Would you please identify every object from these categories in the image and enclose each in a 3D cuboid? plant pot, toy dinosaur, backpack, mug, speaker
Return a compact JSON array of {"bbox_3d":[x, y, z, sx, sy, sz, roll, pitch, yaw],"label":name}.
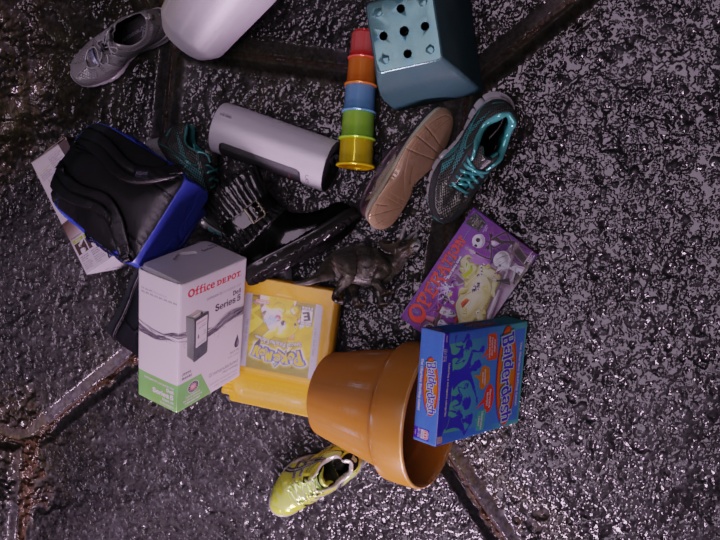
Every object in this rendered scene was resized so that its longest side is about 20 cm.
[{"bbox_3d":[0.079,-0.310,1.162,0.138,0.200,0.145,-8,94,16],"label":"plant pot"},{"bbox_3d":[0.000,0.000,1.271,0.195,0.077,0.104,-9,67,7],"label":"toy dinosaur"},{"bbox_3d":[-0.342,-0.101,1.239,0.198,0.168,0.164,31,82,15],"label":"backpack"},{"bbox_3d":[-0.224,-0.413,1.288,0.148,0.188,0.153,33,116,-23],"label":"mug"},{"bbox_3d":[-0.128,-0.190,1.295,0.197,0.081,0.083,21,101,12],"label":"speaker"},{"bbox_3d":[0.026,0.197,1.243,0.180,0.199,0.205,7,98,29],"label":"plant pot"}]

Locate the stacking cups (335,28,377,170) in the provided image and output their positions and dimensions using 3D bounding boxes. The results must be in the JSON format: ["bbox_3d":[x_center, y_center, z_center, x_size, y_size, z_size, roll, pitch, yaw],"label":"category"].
[{"bbox_3d":[0.001,-0.254,1.253,0.059,0.060,0.205,5,90,15],"label":"stacking cups"}]

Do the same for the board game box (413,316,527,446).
[{"bbox_3d":[0.158,0.150,1.190,0.044,0.198,0.156,10,100,43],"label":"board game box"}]

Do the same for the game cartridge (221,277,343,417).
[{"bbox_3d":[-0.124,0.116,1.315,0.172,0.032,0.205,9,96,11],"label":"game cartridge"}]

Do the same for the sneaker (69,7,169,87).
[{"bbox_3d":[-0.392,-0.364,1.348,0.198,0.082,0.076,-30,88,16],"label":"sneaker"}]

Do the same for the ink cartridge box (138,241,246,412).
[{"bbox_3d":[-0.245,0.078,1.234,0.083,0.145,0.204,19,116,27],"label":"ink cartridge box"}]

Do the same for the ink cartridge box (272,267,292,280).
[{"bbox_3d":[-0.153,0.040,1.349,0.093,0.037,0.205,-5,92,15],"label":"ink cartridge box"}]

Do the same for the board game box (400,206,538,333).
[{"bbox_3d":[0.161,0.023,1.263,0.119,0.032,0.202,36,104,14],"label":"board game box"}]

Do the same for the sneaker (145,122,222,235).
[{"bbox_3d":[-0.254,-0.148,1.339,0.091,0.078,0.201,-37,87,11],"label":"sneaker"}]

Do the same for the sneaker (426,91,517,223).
[{"bbox_3d":[0.157,-0.155,1.197,0.076,0.091,0.203,24,104,-12],"label":"sneaker"}]

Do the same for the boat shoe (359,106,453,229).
[{"bbox_3d":[0.061,-0.159,1.252,0.065,0.071,0.202,39,100,44],"label":"boat shoe"}]

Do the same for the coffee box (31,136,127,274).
[{"bbox_3d":[-0.429,-0.105,1.369,0.079,0.113,0.203,-28,88,16],"label":"coffee box"}]

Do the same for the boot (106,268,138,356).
[{"bbox_3d":[-0.308,0.081,1.371,0.167,0.076,0.202,38,111,13],"label":"boot"}]

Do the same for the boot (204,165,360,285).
[{"bbox_3d":[-0.120,-0.092,1.281,0.208,0.080,0.160,-26,78,-7],"label":"boot"}]

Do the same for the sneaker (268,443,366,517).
[{"bbox_3d":[-0.074,0.324,1.332,0.199,0.076,0.076,-40,87,17],"label":"sneaker"}]
